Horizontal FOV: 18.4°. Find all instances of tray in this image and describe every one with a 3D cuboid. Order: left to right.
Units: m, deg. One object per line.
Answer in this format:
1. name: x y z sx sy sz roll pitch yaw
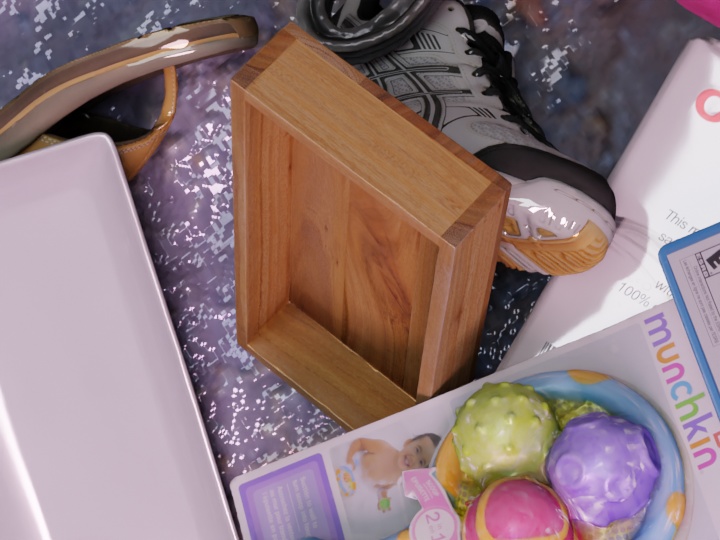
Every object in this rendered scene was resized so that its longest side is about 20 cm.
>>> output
1. tray: -0.119 0.050 0.922 0.107 0.022 0.201 -15 99 13
2. tray: 0.000 0.000 0.832 0.098 0.200 0.037 37 67 16

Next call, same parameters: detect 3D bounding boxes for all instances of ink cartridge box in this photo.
1. ink cartridge box: 0.141 0.036 0.842 0.144 0.084 0.201 31 95 16

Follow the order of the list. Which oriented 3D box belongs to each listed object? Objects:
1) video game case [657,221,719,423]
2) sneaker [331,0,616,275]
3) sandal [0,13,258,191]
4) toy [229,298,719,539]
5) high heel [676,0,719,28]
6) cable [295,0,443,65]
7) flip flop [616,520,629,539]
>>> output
1. video game case: 0.212 0.015 0.734 0.199 0.018 0.144 -23 55 10
2. sneaker: 0.034 -0.064 0.854 0.200 0.076 0.088 28 79 49
3. sandal: -0.124 -0.053 0.936 0.199 0.080 0.054 -27 94 14
4. toy: 0.048 0.080 0.775 0.199 0.047 0.116 -25 57 13
5. high heel: 0.172 -0.087 0.788 0.096 0.200 0.067 42 97 22
6. cable: 0.062 -0.150 0.836 0.199 0.050 0.098 -19 77 2
7. flip flop: 0.120 0.149 0.770 0.199 0.058 0.081 31 75 32
